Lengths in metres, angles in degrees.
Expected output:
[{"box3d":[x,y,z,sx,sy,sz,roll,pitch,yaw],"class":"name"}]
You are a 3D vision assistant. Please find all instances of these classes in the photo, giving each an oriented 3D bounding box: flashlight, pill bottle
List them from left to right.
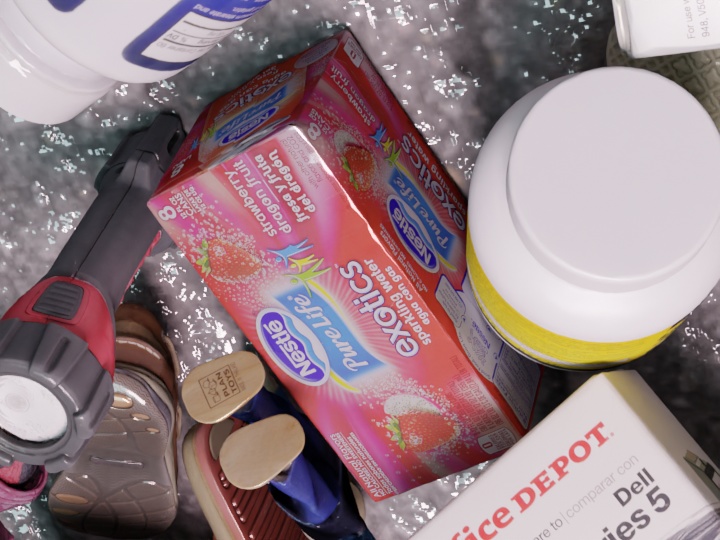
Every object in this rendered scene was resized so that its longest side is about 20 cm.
[{"box3d":[-0.124,0.009,0.820,0.067,0.200,0.068,-25,114,28],"class":"flashlight"},{"box3d":[-0.092,-0.153,0.754,0.200,0.120,0.120,-33,110,31],"class":"pill bottle"},{"box3d":[0.099,-0.020,0.730,0.111,0.200,0.112,-1,81,4],"class":"pill bottle"}]

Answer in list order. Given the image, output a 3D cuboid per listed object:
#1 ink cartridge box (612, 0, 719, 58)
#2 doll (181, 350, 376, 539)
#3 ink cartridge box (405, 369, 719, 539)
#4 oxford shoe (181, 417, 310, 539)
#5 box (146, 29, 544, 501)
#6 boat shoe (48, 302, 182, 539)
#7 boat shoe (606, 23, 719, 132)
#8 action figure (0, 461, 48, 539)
[{"box3d":[0.197,-0.156,0.655,0.199,0.147,0.083,-6,120,18],"class":"ink cartridge box"},{"box3d":[-0.033,0.101,0.903,0.048,0.137,0.200,-33,153,-1],"class":"doll"},{"box3d":[0.125,0.165,0.779,0.145,0.084,0.200,-43,75,13],"class":"ink cartridge box"},{"box3d":[-0.066,0.168,0.993,0.074,0.071,0.201,-9,119,27],"class":"oxford shoe"},{"box3d":[0.000,0.000,0.842,0.095,0.100,0.200,-25,114,28],"class":"box"},{"box3d":[-0.130,0.088,0.957,0.075,0.072,0.200,12,146,-7],"class":"boat shoe"},{"box3d":[0.204,-0.071,0.763,0.199,0.062,0.075,21,125,20],"class":"boat shoe"},{"box3d":[-0.224,0.120,0.948,0.200,0.134,0.150,-21,95,48],"class":"action figure"}]
